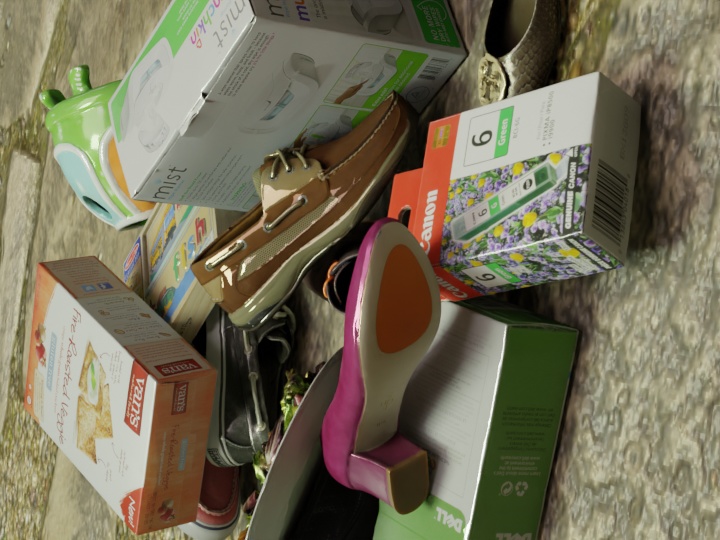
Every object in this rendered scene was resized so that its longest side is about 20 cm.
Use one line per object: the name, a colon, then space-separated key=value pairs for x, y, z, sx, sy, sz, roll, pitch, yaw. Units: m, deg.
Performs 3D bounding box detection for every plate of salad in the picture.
plate of salad: x=-0.051 y=0.142 z=1.259 sx=0.048 sy=0.200 sz=0.201 roll=21 pitch=108 yaw=12

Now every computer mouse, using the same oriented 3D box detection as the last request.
computer mouse: x=-0.020 y=0.201 z=1.257 sx=0.139 sy=0.052 sz=0.201 roll=68 pitch=-136 yaw=-72

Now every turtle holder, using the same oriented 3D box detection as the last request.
turtle holder: x=-0.200 y=-0.101 z=1.546 sx=0.185 sy=0.140 sz=0.133 roll=-17 pitch=88 yaw=45

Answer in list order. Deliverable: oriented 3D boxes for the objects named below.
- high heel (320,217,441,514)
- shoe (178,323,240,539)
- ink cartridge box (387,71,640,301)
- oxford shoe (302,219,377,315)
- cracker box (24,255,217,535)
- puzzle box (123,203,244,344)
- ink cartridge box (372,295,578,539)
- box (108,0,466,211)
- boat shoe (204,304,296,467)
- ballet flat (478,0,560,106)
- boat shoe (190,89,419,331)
high heel: x=0.001 y=0.050 z=1.140 sx=0.096 sy=0.067 sz=0.201 roll=29 pitch=135 yaw=47
shoe: x=-0.127 y=0.110 z=1.458 sx=0.091 sy=0.071 sz=0.201 roll=-58 pitch=37 yaw=42
ink cartridge box: x=0.075 y=-0.043 z=1.129 sx=0.199 sy=0.050 sz=0.110 roll=-13 pitch=58 yaw=41
oxford shoe: x=0.000 y=0.000 z=1.279 sx=0.200 sy=0.072 sz=0.072 roll=12 pitch=96 yaw=57
cracker box: x=-0.189 y=0.092 z=1.409 sx=0.200 sy=0.057 sz=0.135 roll=37 pitch=126 yaw=45
puzzle box: x=-0.140 y=-0.011 z=1.428 sx=0.200 sy=0.025 sz=0.134 roll=124 pitch=148 yaw=-43
ink cartridge box: x=0.069 y=0.120 z=1.169 sx=0.104 sy=0.059 sz=0.202 roll=22 pitch=104 yaw=56
box: x=-0.056 y=-0.133 z=1.291 sx=0.200 sy=0.175 sz=0.097 roll=-50 pitch=47 yaw=42
boat shoe: x=-0.081 y=0.053 z=1.412 sx=0.063 sy=0.071 sz=0.201 roll=-10 pitch=65 yaw=23
ballet flat: x=0.105 y=-0.191 z=1.169 sx=0.067 sy=0.046 sz=0.201 roll=33 pitch=113 yaw=52
boat shoe: x=-0.042 y=-0.048 z=1.265 sx=0.200 sy=0.074 sz=0.076 roll=-48 pitch=10 yaw=13
